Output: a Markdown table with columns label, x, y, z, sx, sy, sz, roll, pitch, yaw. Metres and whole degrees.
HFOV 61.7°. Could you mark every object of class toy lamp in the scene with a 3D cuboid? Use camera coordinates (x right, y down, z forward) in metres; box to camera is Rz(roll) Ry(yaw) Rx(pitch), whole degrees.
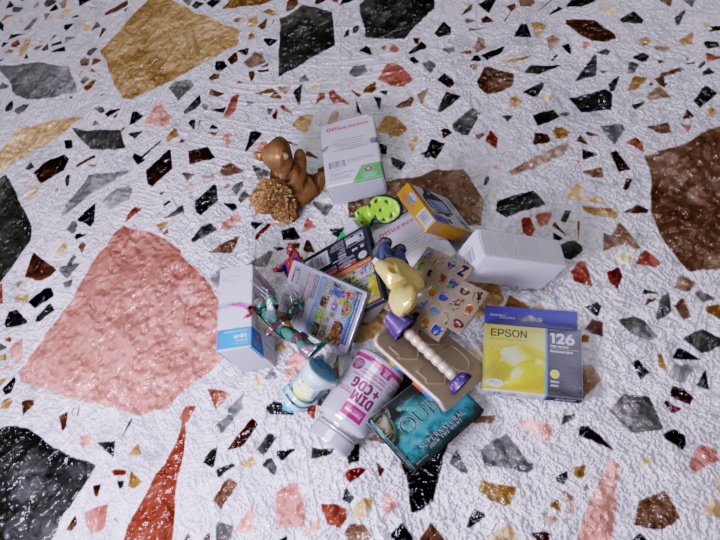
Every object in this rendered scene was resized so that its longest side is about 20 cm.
| label | x | y | z | sx | sy | sz | roll | pitch | yaw |
| --- | --- | --- | --- | --- | --- | --- | --- | --- | --- |
| toy lamp | 0.124 | 0.153 | 1.171 | 0.058 | 0.058 | 0.200 | -42 | 72 | -10 |

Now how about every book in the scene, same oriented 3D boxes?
| label | x | y | z | sx | sy | sz | roll | pitch | yaw |
| --- | --- | --- | --- | --- | --- | --- | --- | --- | --- |
| book | 0.000 | 0.000 | 1.375 | 0.134 | 0.048 | 0.200 | -51 | 54 | 26 |

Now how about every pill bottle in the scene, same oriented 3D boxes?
| label | x | y | z | sx | sy | sz | roll | pitch | yaw |
| --- | --- | --- | --- | --- | --- | --- | --- | --- | --- |
| pill bottle | -0.009 | 0.270 | 1.235 | 0.113 | 0.113 | 0.200 | 28 | 73 | 24 |

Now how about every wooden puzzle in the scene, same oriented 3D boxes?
| label | x | y | z | sx | sy | sz | roll | pitch | yaw |
| --- | --- | --- | --- | --- | --- | --- | --- | --- | --- |
| wooden puzzle | 0.140 | 0.183 | 1.232 | 0.200 | 0.046 | 0.185 | 44 | 37 | 19 |

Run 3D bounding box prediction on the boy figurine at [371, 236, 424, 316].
| label | x | y | z | sx | sy | sz | roll | pitch | yaw |
| --- | --- | --- | --- | --- | --- | --- | --- | --- | --- |
| boy figurine | 0.082 | 0.015 | 1.224 | 0.064 | 0.124 | 0.200 | -52 | 31 | 27 |

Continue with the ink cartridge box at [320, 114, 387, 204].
| label | x | y | z | sx | sy | sz | roll | pitch | yaw |
| --- | --- | --- | --- | --- | --- | --- | --- | --- | --- |
| ink cartridge box | -0.017 | -0.283 | 1.538 | 0.146 | 0.084 | 0.200 | -11 | 61 | 8 |

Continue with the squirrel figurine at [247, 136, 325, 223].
| label | x | y | z | sx | sy | sz | roll | pitch | yaw |
| --- | --- | --- | --- | --- | --- | --- | --- | --- | --- |
| squirrel figurine | -0.193 | -0.224 | 1.489 | 0.141 | 0.187 | 0.200 | 11 | 66 | 18 |

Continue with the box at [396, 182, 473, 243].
| label | x | y | z | sx | sy | sz | roll | pitch | yaw |
| --- | --- | --- | --- | --- | --- | --- | --- | --- | --- |
| box | 0.178 | -0.125 | 1.354 | 0.041 | 0.200 | 0.119 | -47 | 59 | 26 |

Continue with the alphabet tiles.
| label | x | y | z | sx | sy | sz | roll | pitch | yaw |
| --- | --- | --- | --- | --- | --- | --- | --- | --- | --- |
| alphabet tiles | 0.160 | 0.049 | 1.231 | 0.200 | 0.008 | 0.167 | 30 | 80 | 45 |

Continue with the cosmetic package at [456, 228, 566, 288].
| label | x | y | z | sx | sy | sz | roll | pitch | yaw |
| --- | --- | --- | --- | --- | --- | --- | --- | --- | --- |
| cosmetic package | 0.317 | -0.022 | 1.270 | 0.200 | 0.102 | 0.074 | 6 | 57 | -20 |

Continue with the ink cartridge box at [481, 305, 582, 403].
| label | x | y | z | sx | sy | sz | roll | pitch | yaw |
| --- | --- | --- | --- | --- | --- | --- | --- | --- | --- |
| ink cartridge box | 0.351 | 0.163 | 1.238 | 0.197 | 0.047 | 0.200 | 3 | 66 | 9 |

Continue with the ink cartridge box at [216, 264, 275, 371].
| label | x | y | z | sx | sy | sz | roll | pitch | yaw |
| --- | --- | --- | --- | --- | --- | --- | --- | --- | --- |
| ink cartridge box | -0.254 | 0.107 | 1.357 | 0.084 | 0.145 | 0.200 | -11 | 61 | 10 |

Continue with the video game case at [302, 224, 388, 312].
| label | x | y | z | sx | sy | sz | roll | pitch | yaw |
| --- | --- | --- | --- | --- | --- | --- | --- | --- | --- |
| video game case | -0.039 | 0.021 | 1.357 | 0.200 | 0.025 | 0.181 | -27 | 64 | 31 |

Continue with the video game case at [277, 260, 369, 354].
| label | x | y | z | sx | sy | sz | roll | pitch | yaw |
| --- | --- | --- | --- | --- | --- | --- | --- | --- | --- |
| video game case | -0.087 | 0.078 | 1.330 | 0.200 | 0.018 | 0.144 | 23 | 99 | 26 |

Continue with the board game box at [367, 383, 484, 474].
| label | x | y | z | sx | sy | sz | roll | pitch | yaw |
| --- | --- | --- | --- | --- | --- | --- | --- | --- | --- |
| board game box | 0.130 | 0.289 | 1.196 | 0.200 | 0.028 | 0.135 | -31 | 61 | -31 |

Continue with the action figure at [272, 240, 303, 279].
| label | x | y | z | sx | sy | sz | roll | pitch | yaw |
| --- | --- | --- | --- | --- | --- | --- | --- | --- | --- |
| action figure | -0.164 | 0.015 | 1.413 | 0.065 | 0.099 | 0.200 | -20 | 58 | 11 |

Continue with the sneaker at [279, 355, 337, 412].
| label | x | y | z | sx | sy | sz | roll | pitch | yaw |
| --- | --- | --- | --- | --- | --- | --- | --- | --- | --- |
| sneaker | -0.114 | 0.245 | 1.238 | 0.080 | 0.200 | 0.131 | 44 | 87 | 7 |

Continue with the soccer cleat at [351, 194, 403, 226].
| label | x | y | z | sx | sy | sz | roll | pitch | yaw |
| --- | --- | --- | --- | --- | --- | --- | --- | --- | --- |
| soccer cleat | 0.052 | -0.140 | 1.397 | 0.081 | 0.200 | 0.068 | -20 | 95 | -27 |

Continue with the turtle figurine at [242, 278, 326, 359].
| label | x | y | z | sx | sy | sz | roll | pitch | yaw |
| --- | --- | --- | --- | --- | --- | --- | --- | --- | --- |
| turtle figurine | -0.162 | 0.102 | 1.276 | 0.200 | 0.150 | 0.101 | 45 | 106 | 6 |

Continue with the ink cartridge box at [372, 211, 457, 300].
| label | x | y | z | sx | sy | sz | roll | pitch | yaw |
| --- | --- | --- | --- | --- | --- | --- | --- | --- | --- |
| ink cartridge box | 0.132 | -0.027 | 1.371 | 0.145 | 0.088 | 0.200 | -29 | 62 | -3 |
